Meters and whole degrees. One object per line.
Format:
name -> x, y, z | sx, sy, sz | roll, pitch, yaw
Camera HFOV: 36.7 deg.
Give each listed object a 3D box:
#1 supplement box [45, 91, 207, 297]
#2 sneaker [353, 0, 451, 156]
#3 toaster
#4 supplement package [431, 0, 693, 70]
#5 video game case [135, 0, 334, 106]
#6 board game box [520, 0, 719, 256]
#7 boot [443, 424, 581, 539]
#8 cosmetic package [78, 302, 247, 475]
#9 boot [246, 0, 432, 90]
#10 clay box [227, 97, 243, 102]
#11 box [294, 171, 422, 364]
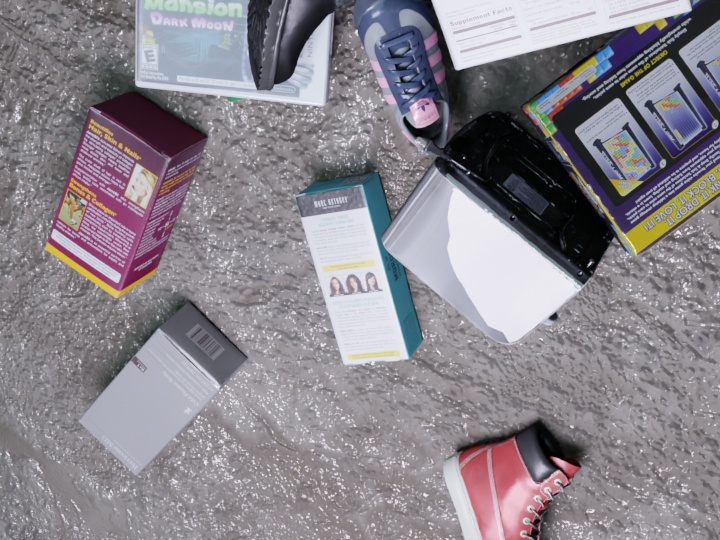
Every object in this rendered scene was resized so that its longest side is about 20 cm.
supplement box -> -0.268, -0.086, 1.235 | 0.110, 0.086, 0.200 | 33, 121, 9
sneaker -> 0.049, -0.180, 0.996 | 0.070, 0.200, 0.082 | -22, 62, 8
toaster -> 0.131, -0.049, 1.019 | 0.200, 0.181, 0.119 | 40, 123, 3
supplement package -> 0.171, -0.271, 0.913 | 0.200, 0.156, 0.111 | -9, 121, 26
video game case -> -0.124, -0.262, 1.072 | 0.199, 0.023, 0.182 | 7, 110, 7
board game box -> 0.269, -0.138, 0.947 | 0.200, 0.057, 0.165 | -36, 96, 4
boot -> 0.187, 0.275, 1.173 | 0.144, 0.072, 0.200 | -25, 78, 28
cosmetic package -> -0.242, 0.146, 1.323 | 0.107, 0.090, 0.200 | 42, 118, -1
boot -> -0.015, -0.250, 1.009 | 0.157, 0.080, 0.211 | 2, 138, -19
clay box -> -0.124, -0.275, 1.113 | 0.115, 0.048, 0.200 | -8, 107, 24
box -> 0.000, 0.000, 1.174 | 0.082, 0.049, 0.200 | -7, 108, 26
